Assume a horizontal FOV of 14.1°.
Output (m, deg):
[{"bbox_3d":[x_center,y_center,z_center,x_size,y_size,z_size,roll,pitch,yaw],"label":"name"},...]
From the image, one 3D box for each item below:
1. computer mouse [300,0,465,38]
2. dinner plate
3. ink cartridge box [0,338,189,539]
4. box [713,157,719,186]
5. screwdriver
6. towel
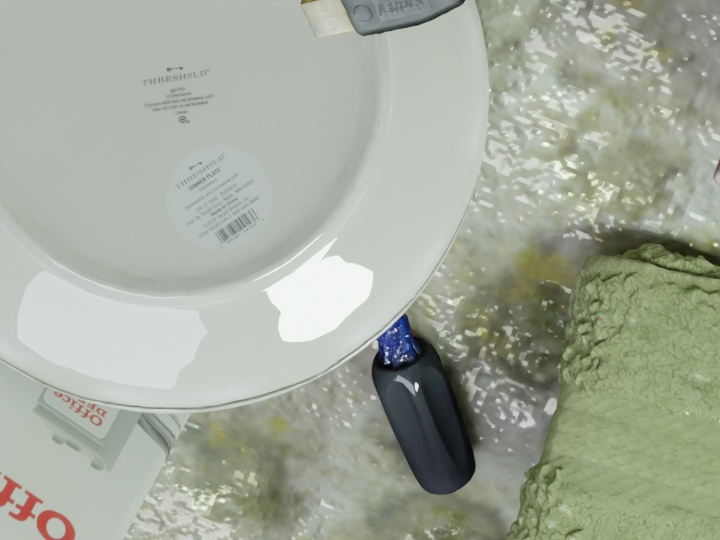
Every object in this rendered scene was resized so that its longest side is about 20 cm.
[{"bbox_3d":[-0.027,-0.138,0.879,0.198,0.046,0.142,-6,91,17],"label":"computer mouse"},{"bbox_3d":[-0.058,-0.056,0.905,0.198,0.024,0.202,0,86,0],"label":"dinner plate"},{"bbox_3d":[-0.128,0.026,0.964,0.146,0.200,0.083,35,133,-8],"label":"ink cartridge box"},{"bbox_3d":[0.217,-0.020,0.870,0.200,0.095,0.103,39,129,-11],"label":"box"},{"bbox_3d":[0.000,0.000,1.006,0.028,0.029,0.201,-6,129,24],"label":"screwdriver"},{"bbox_3d":[0.151,0.084,0.964,0.199,0.149,0.036,16,174,7],"label":"towel"}]
